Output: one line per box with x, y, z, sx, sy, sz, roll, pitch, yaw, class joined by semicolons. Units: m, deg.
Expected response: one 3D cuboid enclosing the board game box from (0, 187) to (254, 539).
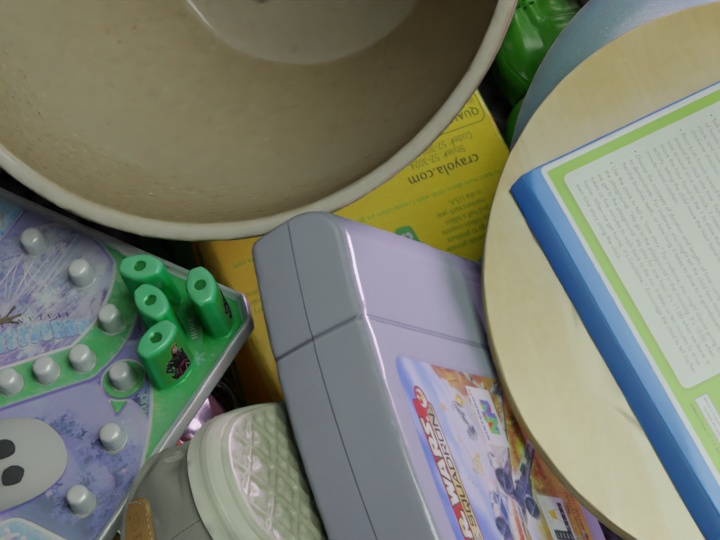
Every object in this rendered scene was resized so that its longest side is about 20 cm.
-0.165;0.049;0.907;0.200;0.026;0.200;23;67;28;board game box

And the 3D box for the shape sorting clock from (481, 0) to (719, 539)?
0.137;0.007;0.932;0.200;0.039;0.200;0;70;-1;shape sorting clock

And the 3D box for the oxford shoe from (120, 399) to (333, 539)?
-0.012;0.073;0.914;0.075;0.058;0.200;63;23;13;oxford shoe

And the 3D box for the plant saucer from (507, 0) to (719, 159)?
0.141;-0.013;0.995;0.200;0.027;0.200;4;81;-25;plant saucer

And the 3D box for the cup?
-0.033;-0.115;0.955;0.200;0.143;0.201;1;96;13;cup

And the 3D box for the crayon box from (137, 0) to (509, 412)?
0.000;0.000;1.047;0.127;0.051;0.200;-19;76;-25;crayon box

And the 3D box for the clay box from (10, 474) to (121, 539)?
-0.040;0.155;0.936;0.200;0.048;0.115;31;105;-5;clay box

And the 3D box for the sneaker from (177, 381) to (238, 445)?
-0.096;0.034;1.001;0.200;0.077;0.082;52;33;8;sneaker

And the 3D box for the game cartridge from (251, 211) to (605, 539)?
0.034;0.079;0.886;0.041;0.133;0.200;-26;72;17;game cartridge

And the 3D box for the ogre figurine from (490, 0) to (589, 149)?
0.080;-0.100;1.079;0.098;0.120;0.200;-18;75;-24;ogre figurine
